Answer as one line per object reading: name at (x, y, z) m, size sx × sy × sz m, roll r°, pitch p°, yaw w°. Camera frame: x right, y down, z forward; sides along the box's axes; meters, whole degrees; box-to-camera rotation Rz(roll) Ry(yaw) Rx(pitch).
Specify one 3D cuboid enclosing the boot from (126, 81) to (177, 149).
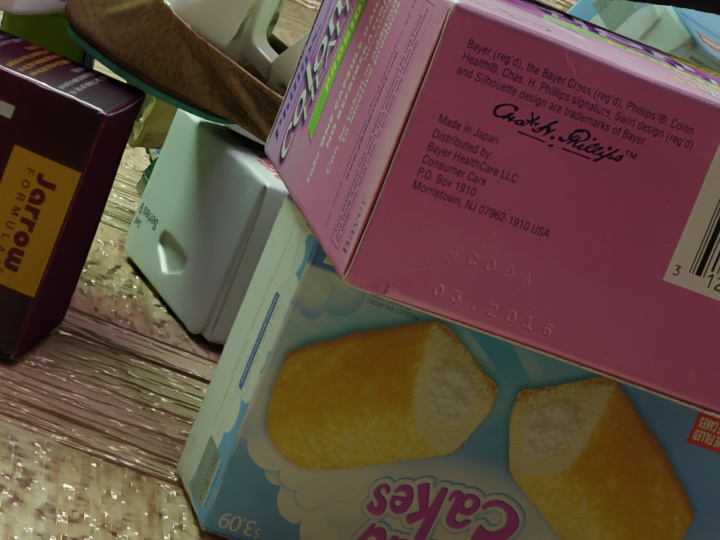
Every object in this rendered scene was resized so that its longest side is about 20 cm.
boot at (-0.018, -0.093, 1.252) m, size 0.198 × 0.067 × 0.175 m, roll 3°, pitch -14°, yaw -14°

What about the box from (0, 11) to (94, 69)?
box at (-0.154, -0.075, 1.103) m, size 0.047 × 0.123 × 0.200 m, roll 12°, pitch 12°, yaw -8°

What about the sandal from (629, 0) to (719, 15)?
sandal at (0.066, -0.133, 0.868) m, size 0.199 × 0.045 × 0.075 m, roll 4°, pitch 23°, yaw -35°

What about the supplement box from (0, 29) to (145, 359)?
supplement box at (-0.202, -0.057, 0.947) m, size 0.199 × 0.111 × 0.086 m, roll 23°, pitch 11°, yaw 1°

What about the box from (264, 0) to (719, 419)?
box at (0.074, -0.035, 0.820) m, size 0.175 × 0.097 × 0.200 m, roll 20°, pitch 10°, yaw -14°

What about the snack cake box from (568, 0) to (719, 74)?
snack cake box at (0.152, -0.046, 1.031) m, size 0.199 × 0.115 × 0.067 m, roll 23°, pitch 29°, yaw -43°

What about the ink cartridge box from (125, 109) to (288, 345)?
ink cartridge box at (0.000, 0.000, 1.167) m, size 0.199 × 0.085 × 0.146 m, roll 17°, pitch 11°, yaw -27°

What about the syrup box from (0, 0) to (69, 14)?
syrup box at (-0.130, -0.164, 1.047) m, size 0.081 × 0.079 × 0.200 m, roll 17°, pitch 13°, yaw 19°

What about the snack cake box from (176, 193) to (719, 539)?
snack cake box at (0.046, 0.063, 0.860) m, size 0.199 × 0.116 × 0.067 m, roll 19°, pitch 11°, yaw -18°

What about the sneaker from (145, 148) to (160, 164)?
sneaker at (-0.035, -0.059, 1.381) m, size 0.199 × 0.090 × 0.079 m, roll 22°, pitch 9°, yaw -4°

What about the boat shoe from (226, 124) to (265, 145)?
boat shoe at (0.000, -0.080, 1.158) m, size 0.199 × 0.063 × 0.073 m, roll 17°, pitch 10°, yaw -24°

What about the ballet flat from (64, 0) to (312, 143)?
ballet flat at (-0.031, -0.081, 0.955) m, size 0.199 × 0.073 × 0.068 m, roll 36°, pitch 27°, yaw 17°

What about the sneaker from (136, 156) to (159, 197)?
sneaker at (-0.023, -0.034, 1.298) m, size 0.199 × 0.080 × 0.071 m, roll 22°, pitch 10°, yaw -3°
